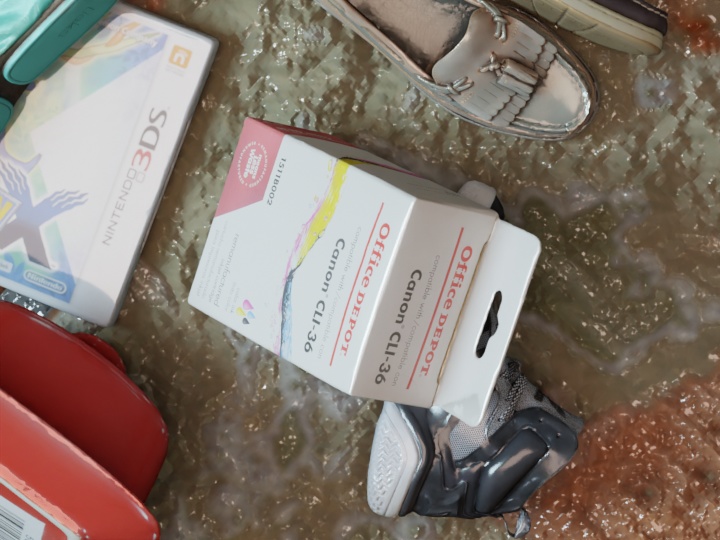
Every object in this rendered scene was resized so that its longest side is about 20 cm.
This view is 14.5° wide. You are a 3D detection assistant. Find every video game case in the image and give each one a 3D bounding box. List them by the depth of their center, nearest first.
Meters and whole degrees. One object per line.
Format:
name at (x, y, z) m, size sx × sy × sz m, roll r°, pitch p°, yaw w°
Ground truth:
video game case at (-0.206, -0.086, 1.654) m, size 0.200 × 0.022 × 0.182 m, roll 22°, pitch 99°, yaw 4°

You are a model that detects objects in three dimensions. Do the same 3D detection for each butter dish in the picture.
butter dish at (-0.188, 0.094, 1.619) m, size 0.199 × 0.148 × 0.200 m, roll 38°, pitch 141°, yaw 2°

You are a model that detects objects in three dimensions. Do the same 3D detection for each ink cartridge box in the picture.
ink cartridge box at (0.000, 0.000, 1.558) m, size 0.200 × 0.067 × 0.117 m, roll 26°, pitch 102°, yaw 47°

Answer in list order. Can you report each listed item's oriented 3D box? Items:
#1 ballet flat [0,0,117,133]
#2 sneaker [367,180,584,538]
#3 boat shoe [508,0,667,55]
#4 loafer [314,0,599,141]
ballet flat at (-0.220, -0.119, 1.617) m, size 0.200 × 0.067 × 0.070 m, roll -47°, pitch 66°, yaw 9°
sneaker at (0.077, 0.054, 1.613) m, size 0.114 × 0.075 × 0.200 m, roll 15°, pitch 99°, yaw 0°
boat shoe at (0.089, -0.187, 1.581) m, size 0.200 × 0.072 × 0.065 m, roll 28°, pitch 86°, yaw 1°
loafer at (0.043, -0.134, 1.597) m, size 0.200 × 0.063 × 0.072 m, roll 32°, pitch 98°, yaw 3°
